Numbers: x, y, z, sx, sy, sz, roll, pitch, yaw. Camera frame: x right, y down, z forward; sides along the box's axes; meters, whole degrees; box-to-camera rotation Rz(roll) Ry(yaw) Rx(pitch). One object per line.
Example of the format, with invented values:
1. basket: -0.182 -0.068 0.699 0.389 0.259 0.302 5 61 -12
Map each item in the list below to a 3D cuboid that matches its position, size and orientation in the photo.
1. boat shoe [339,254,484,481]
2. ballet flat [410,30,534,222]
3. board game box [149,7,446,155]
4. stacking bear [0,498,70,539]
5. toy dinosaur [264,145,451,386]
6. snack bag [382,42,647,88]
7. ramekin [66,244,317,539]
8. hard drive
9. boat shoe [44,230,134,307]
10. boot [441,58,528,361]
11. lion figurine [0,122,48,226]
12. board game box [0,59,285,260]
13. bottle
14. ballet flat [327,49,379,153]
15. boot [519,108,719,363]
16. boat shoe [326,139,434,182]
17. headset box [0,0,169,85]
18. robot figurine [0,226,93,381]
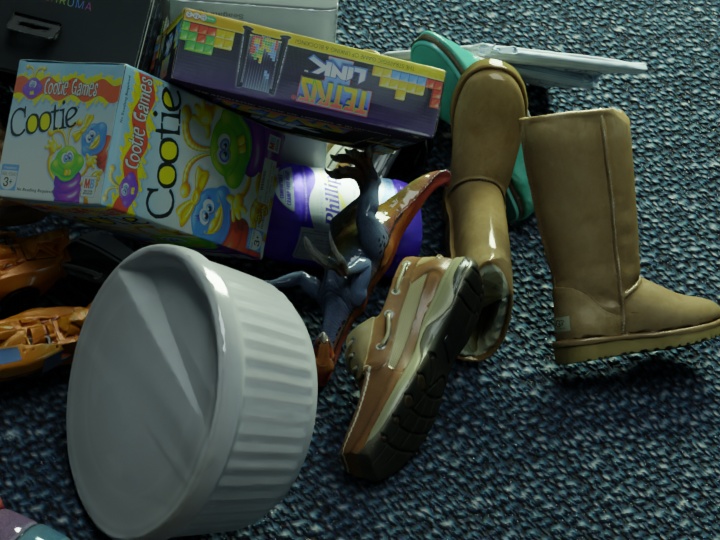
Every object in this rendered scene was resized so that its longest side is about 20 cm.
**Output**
1. boat shoe: 0.027 0.069 1.629 0.074 0.076 0.200 14 53 22
2. ballet flat: 0.108 -0.137 1.875 0.067 0.200 0.070 6 43 50
3. board game box: -0.053 -0.138 1.624 0.199 0.057 0.165 12 -3 -11
4. stacking bear: -0.186 0.227 1.314 0.200 0.122 0.114 36 45 6
5. toy dinosaur: 0.000 0.000 1.674 0.199 0.105 0.182 1 78 -21
6. snack bag: 0.142 -0.186 1.987 0.188 0.021 0.200 4 1 -27
7. ramekin: -0.111 0.087 1.460 0.094 0.203 0.203 9 35 -35
8. hard drive: -0.089 -0.144 1.743 0.131 0.200 0.027 4 46 -2
9. boat shoe: -0.156 0.036 1.603 0.199 0.074 0.068 33 40 21
10. boot: 0.104 -0.052 1.761 0.066 0.176 0.200 4 33 -1
11. lion figurine: -0.280 -0.064 1.644 0.122 0.073 0.200 3 20 -35
12. board game box: -0.160 -0.079 1.601 0.105 0.103 0.200 6 -8 34
13. bottle: -0.051 -0.046 1.765 0.199 0.065 0.084 9 48 -15
14. ballet flat: -0.032 -0.140 1.903 0.068 0.063 0.200 26 36 9
15. boot: 0.218 -0.033 1.763 0.175 0.201 0.066 -7 1 -34
16. boat shoe: 0.035 -0.112 1.893 0.062 0.075 0.200 32 43 14
17. headset box: -0.239 -0.190 1.746 0.173 0.093 0.200 15 0 5
18. robot figurine: -0.292 0.031 1.535 0.199 0.058 0.145 -12 59 -29
